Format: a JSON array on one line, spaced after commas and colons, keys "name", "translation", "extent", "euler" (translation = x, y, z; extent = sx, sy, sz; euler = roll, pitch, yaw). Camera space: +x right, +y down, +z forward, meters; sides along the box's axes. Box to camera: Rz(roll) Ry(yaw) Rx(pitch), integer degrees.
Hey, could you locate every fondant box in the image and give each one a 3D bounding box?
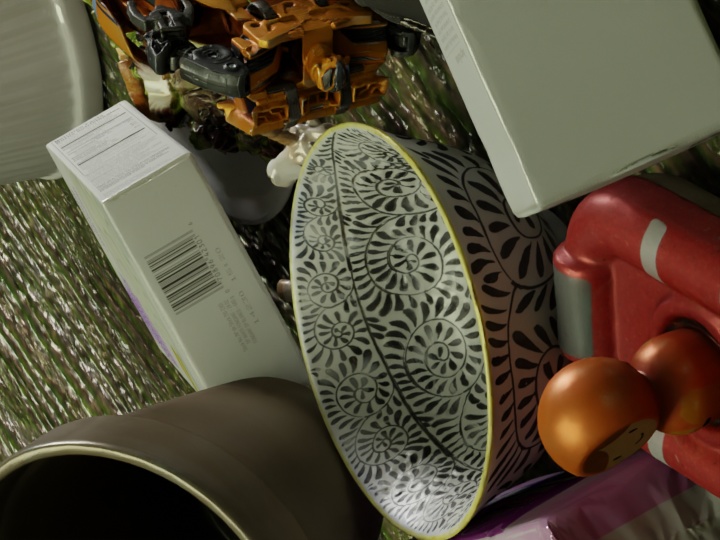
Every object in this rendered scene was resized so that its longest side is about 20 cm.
[{"name": "fondant box", "translation": [-0.102, -0.007, 1.625], "extent": [0.145, 0.058, 0.200], "euler": [62, 174, -17]}]

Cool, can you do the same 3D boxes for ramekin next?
[{"name": "ramekin", "translation": [-0.249, -0.142, 1.835], "extent": [0.202, 0.094, 0.203], "euler": [41, 142, 41]}]

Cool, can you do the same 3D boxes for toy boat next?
[{"name": "toy boat", "translation": [0.133, 0.049, 1.250], "extent": [0.200, 0.130, 0.131], "euler": [33, 138, 48]}]

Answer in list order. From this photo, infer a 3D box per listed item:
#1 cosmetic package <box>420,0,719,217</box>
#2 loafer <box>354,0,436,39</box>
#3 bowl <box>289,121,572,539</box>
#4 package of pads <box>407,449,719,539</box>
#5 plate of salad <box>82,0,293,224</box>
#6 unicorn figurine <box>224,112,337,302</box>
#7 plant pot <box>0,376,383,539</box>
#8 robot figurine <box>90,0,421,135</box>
[{"name": "cosmetic package", "translation": [0.074, -0.132, 1.240], "extent": [0.074, 0.101, 0.201], "euler": [150, 97, -84]}, {"name": "loafer", "translation": [0.026, -0.137, 1.367], "extent": [0.200, 0.072, 0.073], "euler": [34, 137, 46]}, {"name": "bowl", "translation": [0.051, 0.019, 1.405], "extent": [0.201, 0.094, 0.202], "euler": [40, 137, 51]}, {"name": "package of pads", "translation": [0.098, 0.138, 1.393], "extent": [0.200, 0.120, 0.076], "euler": [-24, 89, 62]}, {"name": "plate of salad", "translation": [-0.098, -0.117, 1.633], "extent": [0.200, 0.048, 0.201], "euler": [40, 142, 42]}, {"name": "unicorn figurine", "translation": [0.000, 0.000, 1.534], "extent": [0.200, 0.074, 0.137], "euler": [48, 150, 3]}, {"name": "plant pot", "translation": [-0.077, 0.140, 1.470], "extent": [0.199, 0.174, 0.201], "euler": [11, 117, 23]}, {"name": "robot figurine", "translation": [-0.057, -0.128, 1.453], "extent": [0.200, 0.144, 0.059], "euler": [44, 142, 48]}]
